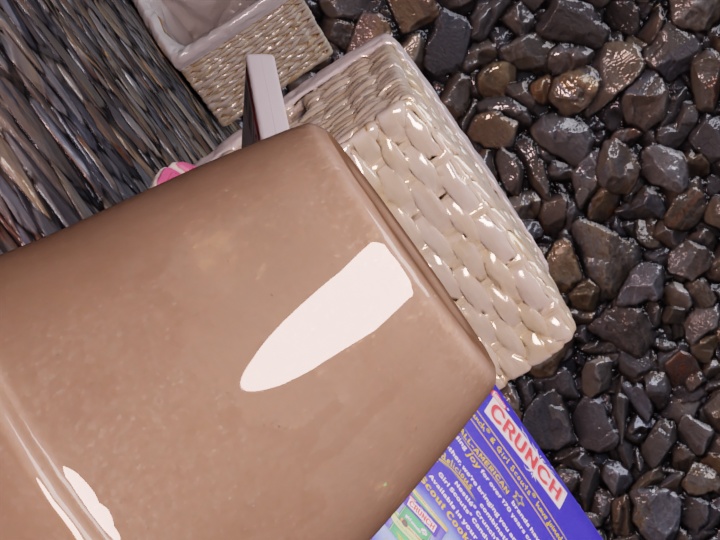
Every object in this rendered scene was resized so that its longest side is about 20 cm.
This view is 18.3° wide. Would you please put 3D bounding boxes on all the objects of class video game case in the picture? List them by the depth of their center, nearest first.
[{"bbox_3d":[-0.052,0.006,1.178,0.143,0.017,0.202,-104,-163,-61],"label":"video game case"}]

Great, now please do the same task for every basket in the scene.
[{"bbox_3d":[0.000,0.000,1.379,0.201,0.197,0.161,53,6,-18],"label":"basket"},{"bbox_3d":[-0.170,-0.337,2.951,0.199,0.199,0.161,57,2,42],"label":"basket"}]

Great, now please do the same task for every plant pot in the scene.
[{"bbox_3d":[-0.052,0.044,0.779,0.201,0.174,0.200,54,4,-6],"label":"plant pot"}]

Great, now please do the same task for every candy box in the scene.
[{"bbox_3d":[0.032,0.143,1.137,0.170,0.077,0.200,54,33,-1],"label":"candy box"}]

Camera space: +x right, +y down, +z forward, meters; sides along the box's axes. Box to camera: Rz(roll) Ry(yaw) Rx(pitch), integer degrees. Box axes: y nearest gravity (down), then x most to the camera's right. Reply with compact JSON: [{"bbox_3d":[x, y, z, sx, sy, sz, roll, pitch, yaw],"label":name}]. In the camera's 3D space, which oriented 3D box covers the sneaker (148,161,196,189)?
[{"bbox_3d":[-0.095,0.039,1.092,0.073,0.088,0.201,19,38,-17],"label":"sneaker"}]
